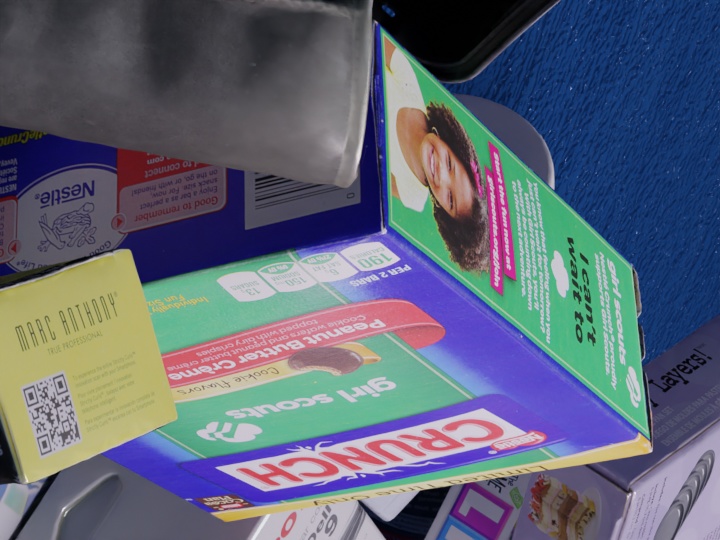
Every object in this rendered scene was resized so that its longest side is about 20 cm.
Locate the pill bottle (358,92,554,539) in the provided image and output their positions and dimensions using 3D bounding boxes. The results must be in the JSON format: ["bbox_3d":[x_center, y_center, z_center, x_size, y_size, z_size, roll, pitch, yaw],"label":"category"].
[{"bbox_3d":[0.037,0.025,1.234,0.120,0.119,0.200,-49,154,-33],"label":"pill bottle"}]

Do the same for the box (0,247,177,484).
[{"bbox_3d":[-0.152,0.041,0.751,0.075,0.200,0.050,-22,98,-60],"label":"box"}]

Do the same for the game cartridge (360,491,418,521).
[{"bbox_3d":[0.000,0.000,1.081,0.133,0.042,0.200,-44,133,3],"label":"game cartridge"}]

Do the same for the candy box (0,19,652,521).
[{"bbox_3d":[-0.022,0.010,0.914,0.200,0.169,0.077,35,48,-55],"label":"candy box"}]

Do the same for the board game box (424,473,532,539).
[{"bbox_3d":[0.083,0.122,1.241,0.200,0.034,0.135,5,114,-63],"label":"board game box"}]

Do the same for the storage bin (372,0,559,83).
[{"bbox_3d":[-0.003,-0.165,0.814,0.094,0.200,0.135,-55,-172,-28],"label":"storage bin"}]

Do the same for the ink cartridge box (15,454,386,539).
[{"bbox_3d":[-0.063,0.142,1.126,0.146,0.084,0.200,-59,156,-13],"label":"ink cartridge box"}]

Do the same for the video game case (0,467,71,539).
[{"bbox_3d":[-0.120,0.086,1.083,0.200,0.022,0.183,-40,147,-45],"label":"video game case"}]

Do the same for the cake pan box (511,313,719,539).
[{"bbox_3d":[0.122,0.123,1.215,0.184,0.052,0.200,-28,141,-44],"label":"cake pan box"}]

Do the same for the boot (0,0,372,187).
[{"bbox_3d":[-0.098,-0.047,0.730,0.073,0.200,0.182,161,-59,-69],"label":"boot"}]
